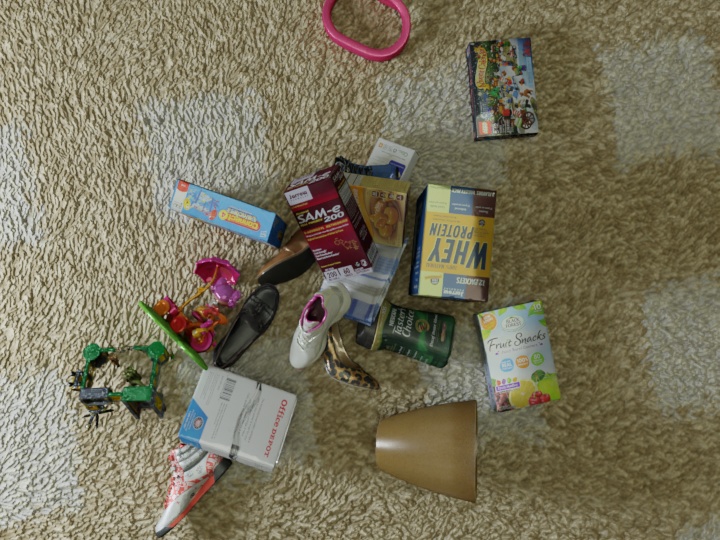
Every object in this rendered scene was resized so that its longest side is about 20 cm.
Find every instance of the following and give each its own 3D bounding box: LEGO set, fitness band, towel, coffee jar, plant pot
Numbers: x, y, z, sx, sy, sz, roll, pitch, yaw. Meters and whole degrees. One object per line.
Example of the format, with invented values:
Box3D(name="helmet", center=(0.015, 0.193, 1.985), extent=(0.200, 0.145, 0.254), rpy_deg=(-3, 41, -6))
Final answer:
Box3D(name="LEGO set", center=(-0.468, 0.228, 1.257), extent=(0.194, 0.117, 0.157), rpy_deg=(-8, 58, -6))
Box3D(name="fitness band", center=(0.014, -0.533, 1.328), extent=(0.195, 0.037, 0.147), rpy_deg=(24, 87, 1))
Box3D(name="towel", center=(0.000, 0.000, 1.259), extent=(0.143, 0.024, 0.204), rpy_deg=(16, 72, 25))
Box3D(name="coffee jar", center=(0.090, 0.123, 1.265), extent=(0.194, 0.086, 0.107), rpy_deg=(14, 66, -1))
Box3D(name="plant pot", center=(0.133, 0.349, 1.229), extent=(0.194, 0.186, 0.193), rpy_deg=(0, 87, 14))

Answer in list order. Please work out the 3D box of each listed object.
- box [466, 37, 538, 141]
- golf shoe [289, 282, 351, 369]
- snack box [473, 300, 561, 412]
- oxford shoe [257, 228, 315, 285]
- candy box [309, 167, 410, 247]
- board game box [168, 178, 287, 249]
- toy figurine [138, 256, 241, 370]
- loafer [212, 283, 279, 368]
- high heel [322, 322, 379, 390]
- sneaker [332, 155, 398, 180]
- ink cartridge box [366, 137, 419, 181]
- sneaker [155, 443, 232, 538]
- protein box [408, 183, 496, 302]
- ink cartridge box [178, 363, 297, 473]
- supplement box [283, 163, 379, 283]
Box3D(name="box", center=(0.302, -0.384, 1.327), extent=(0.132, 0.038, 0.207), rpy_deg=(-5, 87, -2))
Box3D(name="golf shoe", center=(-0.097, 0.110, 1.208), extent=(0.075, 0.091, 0.203), rpy_deg=(38, 112, 23))
Box3D(name="snack box", center=(0.323, 0.176, 1.290), extent=(0.138, 0.053, 0.206), rpy_deg=(-11, 87, -3))
Box3D(name="oxford shoe", center=(-0.134, -0.039, 1.294), extent=(0.197, 0.072, 0.072), rpy_deg=(-33, 59, -1))
Box3D(name="candy box", center=(-0.005, -0.122, 1.206), extent=(0.194, 0.056, 0.118), rpy_deg=(9, 124, 10))
Box3D(name="board game box", center=(-0.250, -0.105, 1.217), extent=(0.191, 0.200, 0.057), rpy_deg=(19, 88, 0))
Box3D(name="toy figurine", center=(-0.307, 0.064, 1.235), extent=(0.199, 0.151, 0.185), rpy_deg=(37, 76, 26))
Box3D(name="loafer", center=(-0.231, 0.119, 1.266), extent=(0.071, 0.063, 0.202), rpy_deg=(36, 92, -7))
Box3D(name="high heel", center=(-0.029, 0.147, 1.270), extent=(0.196, 0.071, 0.146), rpy_deg=(25, 93, 9))
Box3D(name="sneaker", center=(-0.017, -0.180, 1.243), extent=(0.195, 0.090, 0.080), rpy_deg=(-9, 53, 24))
Box3D(name="ink cartridge box", center=(0.038, -0.168, 1.291), extent=(0.093, 0.037, 0.204), rpy_deg=(24, 84, 28))
Box3D(name="sneaker", center=(-0.362, 0.424, 1.253), extent=(0.108, 0.067, 0.202), rpy_deg=(43, 83, 2))
Box3D(name="protein box", center=(0.174, -0.046, 1.225), extent=(0.130, 0.199, 0.207), rpy_deg=(5, 87, -1))
Box3D(name="ink cartridge box", center=(-0.238, 0.294, 1.230), extent=(0.195, 0.085, 0.148), rpy_deg=(19, 64, -2))
Box3D(name="supplement box", center=(-0.051, -0.084, 1.172), extent=(0.106, 0.061, 0.204), rpy_deg=(-14, 116, 26))
